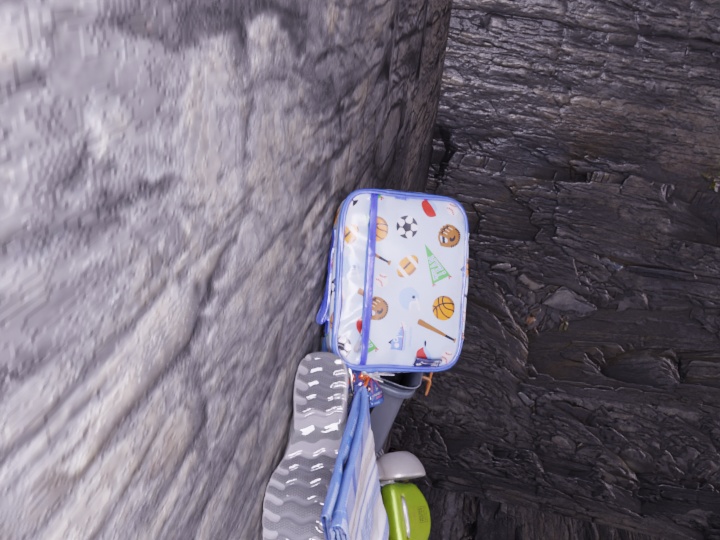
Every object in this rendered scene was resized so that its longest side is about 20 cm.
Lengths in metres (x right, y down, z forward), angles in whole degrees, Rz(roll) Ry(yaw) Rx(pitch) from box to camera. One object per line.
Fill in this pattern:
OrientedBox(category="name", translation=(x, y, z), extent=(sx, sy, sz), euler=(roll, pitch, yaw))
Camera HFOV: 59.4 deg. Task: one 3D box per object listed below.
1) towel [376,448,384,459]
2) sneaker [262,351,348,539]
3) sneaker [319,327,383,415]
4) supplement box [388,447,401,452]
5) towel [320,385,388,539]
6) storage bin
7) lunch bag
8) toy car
OrientedBox(category="towel", translation=(-0.013, 0.411, 1.073), extent=(0.166, 0.084, 0.204), euler=(-64, 162, -63))
OrientedBox(category="sneaker", translation=(-0.041, 0.187, 0.615), extent=(0.082, 0.073, 0.203), euler=(82, 18, -61))
OrientedBox(category="sneaker", translation=(-0.003, 0.129, 0.748), extent=(0.075, 0.077, 0.205), euler=(-9, 110, -59))
OrientedBox(category="supplement box", translation=(0.193, 0.977, 3.185), extent=(0.200, 0.128, 0.106), euler=(29, 71, -83))
OrientedBox(category="towel", translation=(0.001, 0.230, 0.581), extent=(0.148, 0.023, 0.203), euler=(-72, 159, -54))
OrientedBox(category="storage bin", translation=(0.030, 0.175, 0.967), extent=(0.200, 0.143, 0.137), euler=(-61, 169, -68))
OrientedBox(category="lunch bag", translation=(0.035, 0.017, 0.686), extent=(0.075, 0.157, 0.205), euler=(175, -80, -77))
OrientedBox(category="toy car", translation=(0.009, 0.355, 0.887), extent=(0.198, 0.149, 0.179), euler=(12, 60, -44))
